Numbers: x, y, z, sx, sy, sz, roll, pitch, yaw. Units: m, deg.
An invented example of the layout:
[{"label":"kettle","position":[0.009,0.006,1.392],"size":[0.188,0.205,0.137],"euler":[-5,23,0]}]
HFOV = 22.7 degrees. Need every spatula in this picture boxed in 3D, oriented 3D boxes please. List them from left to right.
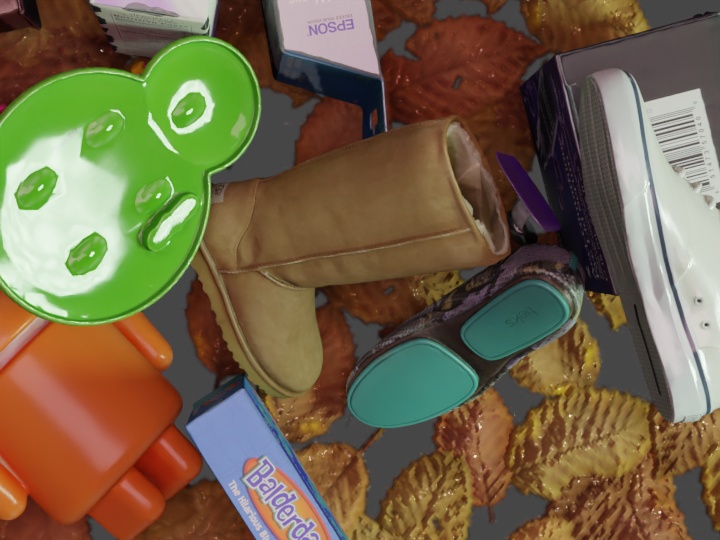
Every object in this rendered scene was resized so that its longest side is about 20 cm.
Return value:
[{"label":"spatula","position":[0.102,-0.036,1.119],"size":[0.020,0.200,0.057],"euler":[-32,81,-2]}]

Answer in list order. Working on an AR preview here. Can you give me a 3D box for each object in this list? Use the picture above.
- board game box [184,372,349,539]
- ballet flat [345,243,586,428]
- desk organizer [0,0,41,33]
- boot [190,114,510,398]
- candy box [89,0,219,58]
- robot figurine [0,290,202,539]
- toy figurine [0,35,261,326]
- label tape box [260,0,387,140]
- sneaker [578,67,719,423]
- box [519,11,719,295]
[{"label":"board game box","position":[-0.049,0.141,1.106],"size":[0.045,0.200,0.153],"euler":[-32,92,-4]},{"label":"ballet flat","position":[0.072,0.040,1.162],"size":[0.200,0.072,0.072],"euler":[-34,92,38]},{"label":"desk organizer","position":[-0.270,-0.251,1.162],"size":[0.076,0.072,0.202],"euler":[-12,90,-1]},{"label":"boot","position":[0.000,0.000,1.106],"size":[0.199,0.066,0.176],"euler":[-10,128,28]},{"label":"candy box","position":[-0.115,-0.226,1.106],"size":[0.071,0.200,0.169],"euler":[8,88,-4]},{"label":"robot figurine","position":[-0.194,0.080,1.139],"size":[0.144,0.117,0.200],"euler":[-45,92,4]},{"label":"toy figurine","position":[-0.180,-0.076,1.115],"size":[0.200,0.184,0.150],"euler":[-44,119,-15]},{"label":"label tape box","position":[-0.031,-0.168,1.138],"size":[0.066,0.143,0.202],"euler":[-7,90,-5]},{"label":"sneaker","position":[0.174,-0.019,0.994],"size":[0.070,0.073,0.202],"euler":[-18,99,-8]},{"label":"box","position":[0.175,-0.068,1.122],"size":[0.103,0.200,0.149],"euler":[-14,90,-1]}]
